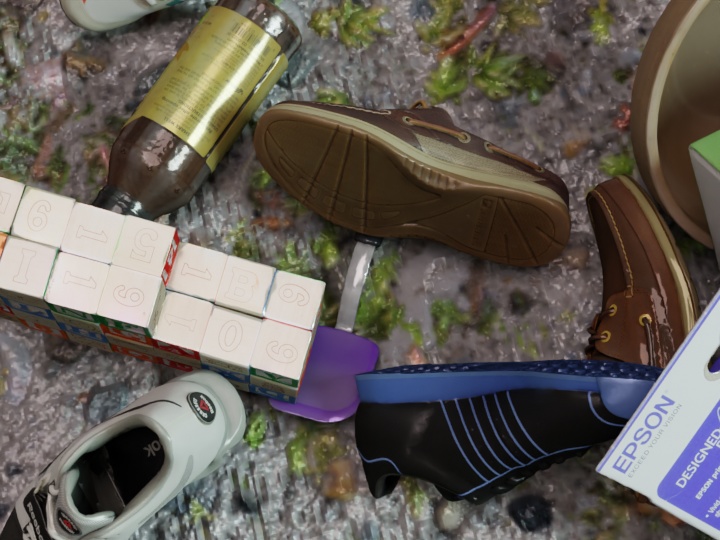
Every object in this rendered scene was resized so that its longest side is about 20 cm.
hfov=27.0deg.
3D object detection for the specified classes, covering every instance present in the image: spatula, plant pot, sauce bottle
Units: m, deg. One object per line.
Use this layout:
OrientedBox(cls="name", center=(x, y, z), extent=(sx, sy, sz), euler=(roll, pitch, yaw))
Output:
OrientedBox(cls="spatula", center=(0.000, 0.000, 0.930), extent=(0.056, 0.021, 0.201), euler=(15, 73, 12))
OrientedBox(cls="plant pot", center=(0.241, -0.116, 0.882), extent=(0.200, 0.202, 0.093), euler=(-25, 32, -3))
OrientedBox(cls="sauce bottle", center=(-0.116, -0.086, 0.948), extent=(0.064, 0.065, 0.201), euler=(31, 76, 15))

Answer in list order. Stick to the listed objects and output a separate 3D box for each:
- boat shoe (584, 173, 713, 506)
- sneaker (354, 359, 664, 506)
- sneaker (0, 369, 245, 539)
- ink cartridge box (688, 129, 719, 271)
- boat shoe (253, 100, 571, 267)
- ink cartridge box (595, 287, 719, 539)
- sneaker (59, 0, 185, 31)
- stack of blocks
OrientedBox(cls="boat shoe", center=(0.164, 0.040, 0.872), extent=(0.067, 0.072, 0.201), euler=(-15, 73, -1))
OrientedBox(cls="sneaker", center=(0.088, 0.092, 0.847), extent=(0.199, 0.070, 0.079), euler=(-3, 92, 30))
OrientedBox(cls="sneaker", center=(-0.157, 0.132, 0.840), extent=(0.074, 0.088, 0.200), euler=(47, 110, 9))
OrientedBox(cls="ink cartridge box", center=(0.303, -0.039, 0.838), extent=(0.199, 0.146, 0.084), euler=(-26, 32, -2))
OrientedBox(cls="boat shoe", center=(0.035, -0.065, 0.918), extent=(0.199, 0.072, 0.072), euler=(16, 39, 2))
OrientedBox(cls="ink cartridge box", center=(0.238, 0.055, 0.785), extent=(0.199, 0.043, 0.199), euler=(30, 99, -28))
OrientedBox(cls="sneaker", center=(-0.109, -0.209, 0.954), extent=(0.199, 0.071, 0.094), euler=(-28, 32, 9))
OrientedBox(cls="stack of blocks", center=(-0.123, 0.013, 0.847), extent=(0.199, 0.115, 0.059), euler=(16, 76, 0))
